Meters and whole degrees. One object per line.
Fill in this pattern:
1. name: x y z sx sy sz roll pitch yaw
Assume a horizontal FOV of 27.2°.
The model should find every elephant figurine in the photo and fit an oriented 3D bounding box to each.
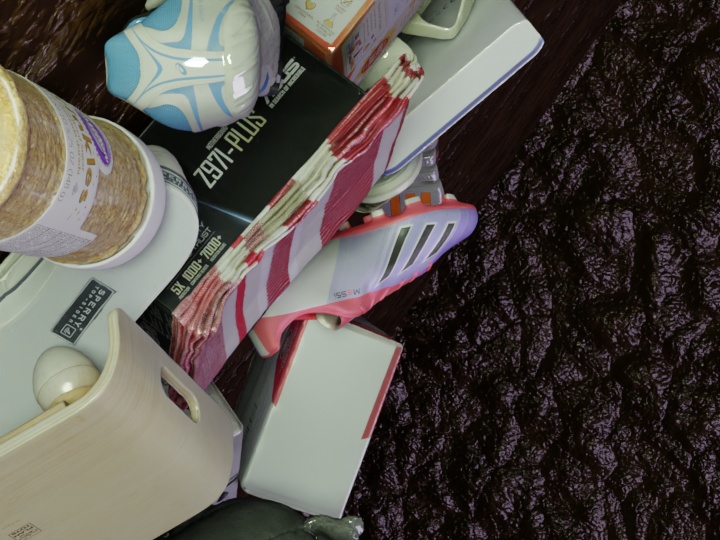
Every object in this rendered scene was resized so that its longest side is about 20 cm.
1. elephant figurine: -0.127 0.208 0.949 0.200 0.141 0.156 10 97 -50

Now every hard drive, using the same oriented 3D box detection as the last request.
1. hard drive: 0.051 -0.146 1.026 0.132 0.025 0.200 -40 -159 11

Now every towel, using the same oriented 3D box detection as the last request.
1. towel: -0.036 -0.017 0.823 0.200 0.023 0.144 -50 173 -21

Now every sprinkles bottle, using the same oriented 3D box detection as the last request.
1. sprinkles bottle: -0.132 -0.039 0.587 0.068 0.068 0.200 -53 173 2

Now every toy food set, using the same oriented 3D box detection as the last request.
1. toy food set: -0.171 0.103 0.723 0.199 0.061 0.144 -29 148 2

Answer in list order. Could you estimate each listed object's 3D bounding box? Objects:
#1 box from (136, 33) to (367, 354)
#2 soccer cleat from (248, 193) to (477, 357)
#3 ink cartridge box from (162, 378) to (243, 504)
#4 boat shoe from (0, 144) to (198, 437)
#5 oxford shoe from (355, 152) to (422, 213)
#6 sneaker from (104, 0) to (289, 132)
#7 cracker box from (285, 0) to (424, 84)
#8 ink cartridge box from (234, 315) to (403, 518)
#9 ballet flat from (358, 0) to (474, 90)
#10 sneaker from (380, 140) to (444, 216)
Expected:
1. box: -0.081 -0.033 0.884 0.164 0.086 0.200 -52 173 -13
2. soccer cleat: 0.000 0.000 1.039 0.199 0.077 0.067 -16 179 -29
3. ink cartridge box: -0.166 0.150 1.065 0.146 0.084 0.200 -32 163 -18
4. boat shoe: -0.157 0.017 0.746 0.200 0.072 0.066 -51 -155 16
5. oxford shoe: 0.006 -0.070 1.099 0.075 0.058 0.200 -30 -164 -9
6. sneaker: -0.073 -0.111 0.707 0.200 0.072 0.072 -75 170 -76
7. cracker box: 0.022 -0.198 0.877 0.200 0.058 0.134 -51 175 -9
8. ink cartridge box: -0.042 0.099 1.190 0.200 0.083 0.146 -150 -100 -81
9. ballet flat: 0.027 -0.170 0.979 0.200 0.075 0.068 -51 171 -17
10. sneaker: 0.030 -0.137 1.223 0.112 0.077 0.201 -99 -171 -51
